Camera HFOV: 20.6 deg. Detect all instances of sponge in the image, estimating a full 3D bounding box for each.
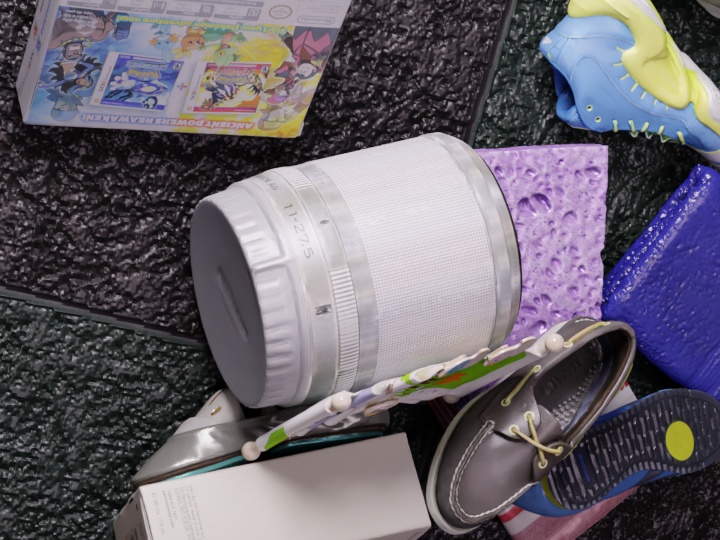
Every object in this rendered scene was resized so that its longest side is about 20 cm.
[{"bbox_3d":[0.126,0.009,1.467,0.110,0.030,0.202,-3,101,-20],"label":"sponge"}]

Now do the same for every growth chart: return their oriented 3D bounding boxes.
[{"bbox_3d":[0.032,0.082,1.344,0.198,0.144,0.018,-13,78,-34],"label":"growth chart"}]

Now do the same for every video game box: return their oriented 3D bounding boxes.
[{"bbox_3d":[-0.108,-0.168,1.289,0.198,0.047,0.183,2,135,-24],"label":"video game box"}]

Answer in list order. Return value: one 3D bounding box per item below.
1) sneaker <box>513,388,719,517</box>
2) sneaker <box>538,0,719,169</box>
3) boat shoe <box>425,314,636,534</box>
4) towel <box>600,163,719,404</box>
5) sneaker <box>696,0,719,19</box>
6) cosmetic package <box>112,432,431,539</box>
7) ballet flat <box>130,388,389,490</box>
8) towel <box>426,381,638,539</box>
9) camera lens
[{"bbox_3d":[0.192,0.136,1.504,0.199,0.078,0.067,-16,88,-33],"label":"sneaker"},{"bbox_3d":[0.205,-0.129,1.486,0.105,0.076,0.200,-39,114,7],"label":"sneaker"},{"bbox_3d":[0.122,0.105,1.402,0.072,0.060,0.201,50,61,-14],"label":"boat shoe"},{"bbox_3d":[0.284,0.026,1.545,0.199,0.050,0.148,37,92,-27],"label":"towel"},{"bbox_3d":[0.244,-0.239,1.468,0.198,0.079,0.075,18,94,-24],"label":"sneaker"},{"bbox_3d":[-0.063,0.177,1.385,0.198,0.104,0.074,-9,72,-21],"label":"cosmetic package"},{"bbox_3d":[-0.075,0.109,1.407,0.198,0.067,0.064,-11,78,-23],"label":"ballet flat"},{"bbox_3d":[0.138,0.110,1.517,0.144,0.023,0.201,-36,110,-12],"label":"towel"},{"bbox_3d":[0.000,0.000,1.358,0.198,0.160,0.162,-14,105,-21],"label":"camera lens"}]
